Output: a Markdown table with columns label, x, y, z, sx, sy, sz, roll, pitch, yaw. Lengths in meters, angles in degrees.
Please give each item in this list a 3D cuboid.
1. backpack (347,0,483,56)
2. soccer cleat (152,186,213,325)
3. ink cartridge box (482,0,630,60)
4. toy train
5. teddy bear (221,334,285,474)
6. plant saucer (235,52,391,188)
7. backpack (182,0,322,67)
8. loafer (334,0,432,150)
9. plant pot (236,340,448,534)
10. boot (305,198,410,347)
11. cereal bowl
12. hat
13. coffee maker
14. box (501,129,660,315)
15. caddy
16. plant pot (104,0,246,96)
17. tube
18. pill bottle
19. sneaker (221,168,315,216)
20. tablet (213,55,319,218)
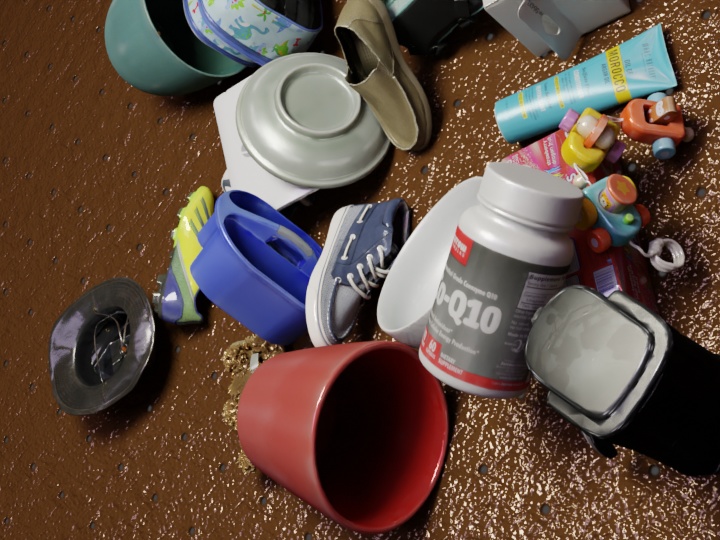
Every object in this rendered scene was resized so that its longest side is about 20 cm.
| label | x | y | z | sx | sy | sz | roll | pitch | yaw |
| --- | --- | --- | --- | --- | --- | --- | --- | --- | --- |
| backpack | 0.072 | -0.387 | 1.456 | 0.176 | 0.152 | 0.203 | -38 | 38 | 59 |
| soccer cleat | -0.221 | -0.018 | 1.641 | 0.082 | 0.065 | 0.203 | 13 | 65 | 0 |
| ink cartridge box | 0.211 | -0.350 | 1.350 | 0.124 | 0.128 | 0.203 | -22 | 61 | 32 |
| toy train | 0.270 | -0.104 | 1.178 | 0.056 | 0.148 | 0.202 | 118 | 160 | -58 |
| teddy bear | -0.115 | 0.152 | 1.481 | 0.145 | 0.067 | 0.201 | -42 | 44 | 8 |
| plant saucer | -0.054 | -0.197 | 1.480 | 0.050 | 0.197 | 0.203 | 105 | 158 | -60 |
| backpack | -0.141 | -0.359 | 1.602 | 0.147 | 0.182 | 0.202 | -44 | 38 | 30 |
| loafer | 0.020 | -0.226 | 1.433 | 0.067 | 0.202 | 0.076 | -38 | 21 | -33 |
| plant pot | -0.031 | 0.170 | 1.321 | 0.176 | 0.199 | 0.203 | 4 | 76 | 49 |
| boot | 0.000 | 0.000 | 1.409 | 0.089 | 0.073 | 0.202 | -11 | 52 | 33 |
| cereal bowl | 0.108 | 0.003 | 1.306 | 0.200 | 0.083 | 0.201 | -49 | 19 | 23 |
| hat | -0.337 | 0.110 | 1.666 | 0.198 | 0.081 | 0.204 | -11 | 69 | 31 |
| coffee maker | 0.269 | 0.102 | 1.075 | 0.190 | 0.199 | 0.137 | 5 | 77 | 41 |
| box | 0.224 | -0.035 | 1.237 | 0.099 | 0.095 | 0.203 | -25 | 59 | 29 |
| caddy | -0.107 | -0.009 | 1.441 | 0.105 | 0.199 | 0.142 | -39 | 27 | 27 |
| plant pot | -0.268 | -0.341 | 1.713 | 0.160 | 0.199 | 0.204 | -21 | 60 | 45 |
| tube | 0.244 | -0.197 | 1.322 | 0.198 | 0.050 | 0.079 | -21 | 68 | 27 |
| pill bottle | 0.134 | 0.008 | 1.143 | 0.113 | 0.113 | 0.203 | 33 | 114 | 42 |
| sneaker | -0.083 | -0.145 | 1.555 | 0.200 | 0.079 | 0.129 | -50 | 56 | 4 |
| tablet | -0.119 | -0.164 | 1.528 | 0.129 | 0.014 | 0.202 | -26 | 60 | 21 |
